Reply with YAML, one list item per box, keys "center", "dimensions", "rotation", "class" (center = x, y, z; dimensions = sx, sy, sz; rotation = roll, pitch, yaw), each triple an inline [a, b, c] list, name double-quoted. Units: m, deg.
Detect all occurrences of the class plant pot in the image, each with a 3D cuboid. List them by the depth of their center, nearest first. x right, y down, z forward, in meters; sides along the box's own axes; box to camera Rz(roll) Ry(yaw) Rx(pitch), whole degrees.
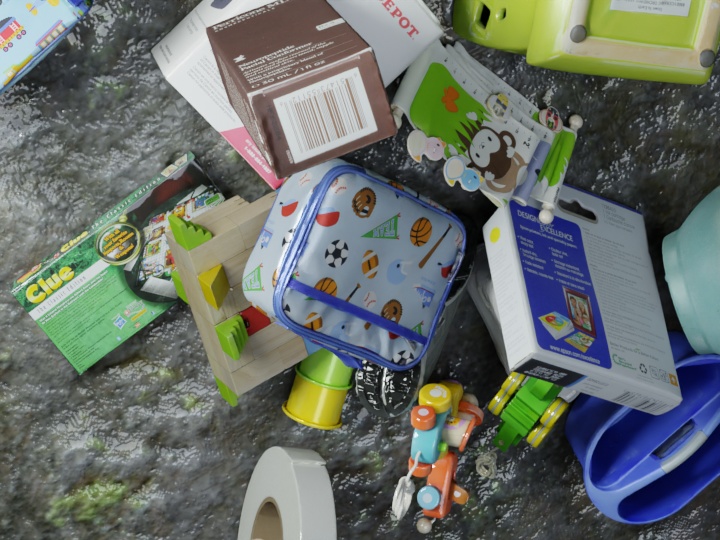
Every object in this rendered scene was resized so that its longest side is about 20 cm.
- center: [0.210, -0.262, 1.411]
  dimensions: [0.198, 0.182, 0.201]
  rotation: [4, 110, -19]
  class: "plant pot"
- center: [0.365, 0.005, 1.579]
  dimensions: [0.133, 0.201, 0.201]
  rotation: [-17, 119, 21]
  class: "plant pot"

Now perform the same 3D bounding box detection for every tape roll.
- center: [-0.070, 0.262, 1.531]
  dimensions: [0.037, 0.203, 0.205]
  rotation: [6, 110, -19]
  class: "tape roll"

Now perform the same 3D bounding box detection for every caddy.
- center: [0.300, 0.158, 1.652]
  dimensions: [0.200, 0.105, 0.142]
  rotation: [-41, 118, 3]
  class: "caddy"

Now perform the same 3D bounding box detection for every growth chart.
- center: [0.111, -0.126, 1.482]
  dimensions: [0.199, 0.018, 0.146]
  rotation: [31, 56, -25]
  class: "growth chart"

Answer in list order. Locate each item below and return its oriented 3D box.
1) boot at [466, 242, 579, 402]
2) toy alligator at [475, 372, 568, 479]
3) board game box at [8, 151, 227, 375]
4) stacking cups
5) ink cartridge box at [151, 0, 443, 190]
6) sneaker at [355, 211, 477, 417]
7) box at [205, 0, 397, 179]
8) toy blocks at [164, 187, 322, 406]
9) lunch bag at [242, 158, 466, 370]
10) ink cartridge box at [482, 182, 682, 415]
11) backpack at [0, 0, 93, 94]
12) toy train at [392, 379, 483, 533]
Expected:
- center: [0.163, 0.068, 1.580]
  dimensions: [0.073, 0.096, 0.201]
  rotation: [-37, 117, 1]
  class: "boot"
- center: [0.155, 0.132, 1.574]
  dimensions: [0.059, 0.201, 0.054]
  rotation: [39, 57, 10]
  class: "toy alligator"
- center: [-0.200, -0.006, 1.479]
  dimensions: [0.199, 0.023, 0.105]
  rotation: [-36, 120, -1]
  class: "board game box"
- center: [-0.020, 0.042, 1.542]
  dimensions: [0.060, 0.061, 0.202]
  rotation: [11, 103, -21]
  class: "stacking cups"
- center: [-0.053, -0.194, 1.411]
  dimensions: [0.200, 0.084, 0.145]
  rotation: [-43, 117, 4]
  class: "ink cartridge box"
- center: [0.053, 0.039, 1.556]
  dimensions: [0.073, 0.079, 0.202]
  rotation: [23, 91, 14]
  class: "sneaker"
- center: [-0.048, -0.147, 1.273]
  dimensions: [0.099, 0.200, 0.076]
  rotation: [-22, 114, -6]
  class: "box"
- center: [-0.082, 0.009, 1.471]
  dimensions: [0.136, 0.100, 0.202]
  rotation: [-28, 122, -20]
  class: "toy blocks"
- center: [0.000, 0.000, 1.440]
  dimensions: [0.199, 0.075, 0.162]
  rotation: [25, 86, -41]
  class: "lunch bag"
- center: [0.198, 0.017, 1.521]
  dimensions: [0.196, 0.202, 0.047]
  rotation: [17, 140, -35]
  class: "ink cartridge box"
- center: [-0.322, -0.241, 1.284]
  dimensions: [0.182, 0.135, 0.201]
  rotation: [-37, 115, 0]
  class: "backpack"
- center: [0.081, 0.179, 1.565]
  dimensions: [0.055, 0.200, 0.152]
  rotation: [10, 87, 12]
  class: "toy train"
